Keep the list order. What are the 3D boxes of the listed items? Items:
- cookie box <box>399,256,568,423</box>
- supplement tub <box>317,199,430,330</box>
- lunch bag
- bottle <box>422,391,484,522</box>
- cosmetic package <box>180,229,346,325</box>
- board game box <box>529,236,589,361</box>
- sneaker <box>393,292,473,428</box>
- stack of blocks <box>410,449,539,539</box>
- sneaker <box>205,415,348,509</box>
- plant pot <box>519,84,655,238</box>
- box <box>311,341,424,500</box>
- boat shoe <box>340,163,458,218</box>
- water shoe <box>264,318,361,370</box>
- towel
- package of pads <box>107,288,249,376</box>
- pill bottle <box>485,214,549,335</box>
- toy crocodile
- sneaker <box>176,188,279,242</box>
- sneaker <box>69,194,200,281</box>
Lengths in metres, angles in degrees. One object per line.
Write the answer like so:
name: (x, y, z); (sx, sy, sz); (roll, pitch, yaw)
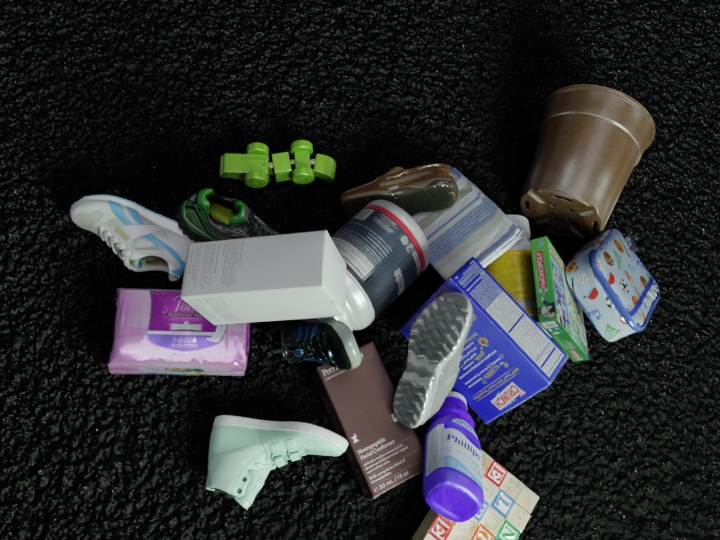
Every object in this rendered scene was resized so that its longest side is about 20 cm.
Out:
cookie box: (0.179, 0.109, 0.929); (0.200, 0.172, 0.075); (47, 51, 8)
supplement tub: (0.000, 0.000, 0.955); (0.140, 0.141, 0.200); (45, 69, 7)
lunch bag: (0.426, 0.023, 1.026); (0.199, 0.075, 0.161); (-29, 83, -49)
bottle: (0.131, 0.254, 0.877); (0.083, 0.065, 0.201); (35, 27, -10)
cosmetic package: (-0.126, 0.014, 0.830); (0.196, 0.108, 0.086); (-5, 63, 11)
board game box: (0.318, 0.051, 0.979); (0.029, 0.200, 0.137); (-15, 59, 28)
sneaker: (0.108, 0.123, 0.876); (0.074, 0.081, 0.203); (32, 107, 33)
stack of blocks: (0.156, 0.377, 0.891); (0.115, 0.059, 0.201); (38, 68, 4)
sneaker: (-0.118, 0.274, 0.858); (0.197, 0.074, 0.120); (3, 63, 7)
plant pot: (0.383, -0.178, 1.078); (0.198, 0.200, 0.200); (26, 75, -1)
box: (0.013, 0.221, 0.915); (0.099, 0.075, 0.202); (-22, 74, -18)
boat shoe: (0.066, -0.134, 1.039); (0.196, 0.076, 0.075); (-7, 53, 11)
water shoe: (-0.071, 0.112, 0.881); (0.078, 0.199, 0.072); (-27, 107, -26)
towel: (0.154, -0.076, 1.019); (0.146, 0.024, 0.201); (-38, 54, 1)
package of pads: (-0.263, 0.090, 0.906); (0.196, 0.076, 0.123); (2, 69, -11)
pill bottle: (0.249, 0.017, 1.014); (0.109, 0.111, 0.203); (1, 70, -11)
toy crocodile: (-0.138, -0.174, 1.041); (0.196, 0.062, 0.069); (-4, 71, -7)
sneaker: (-0.180, -0.057, 0.951); (0.198, 0.085, 0.079); (25, 55, -28)
sneaker: (-0.351, -0.051, 0.938); (0.197, 0.077, 0.082); (20, 60, -4)
